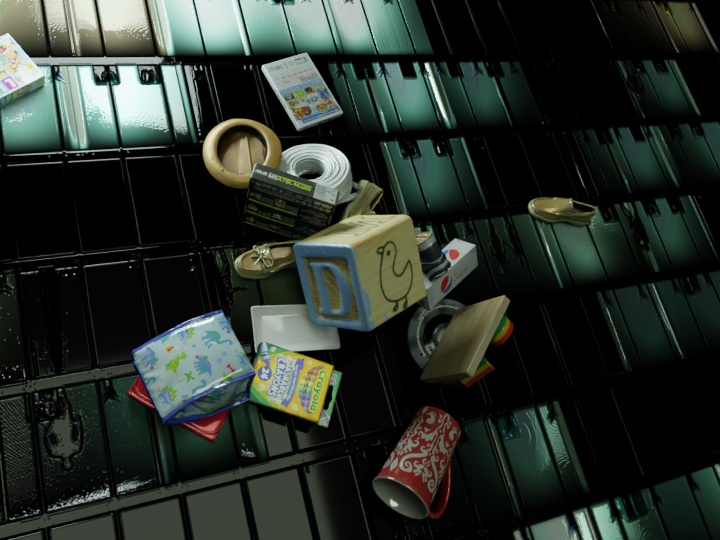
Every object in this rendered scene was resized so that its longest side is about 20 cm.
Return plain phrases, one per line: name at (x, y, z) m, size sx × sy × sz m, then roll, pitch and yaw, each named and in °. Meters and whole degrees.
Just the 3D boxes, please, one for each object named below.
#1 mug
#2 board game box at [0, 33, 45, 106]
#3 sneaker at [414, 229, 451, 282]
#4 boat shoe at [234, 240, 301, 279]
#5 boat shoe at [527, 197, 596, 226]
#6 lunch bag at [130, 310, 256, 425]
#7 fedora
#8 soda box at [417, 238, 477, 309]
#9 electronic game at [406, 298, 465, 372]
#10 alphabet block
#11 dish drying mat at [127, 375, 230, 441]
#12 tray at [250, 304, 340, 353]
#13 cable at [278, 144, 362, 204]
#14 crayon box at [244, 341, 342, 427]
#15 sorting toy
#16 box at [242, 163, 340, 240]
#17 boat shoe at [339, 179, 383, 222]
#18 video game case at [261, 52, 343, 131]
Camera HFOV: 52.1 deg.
mug at (0.130, 0.417, 1.583) m, size 0.131 × 0.180 × 0.201 m, roll 14°, pitch 49°, yaw 27°
board game box at (-0.823, -0.426, 1.625) m, size 0.135 × 0.034 × 0.200 m, roll 47°, pitch 59°, yaw 3°
sneaker at (0.150, -0.035, 1.758) m, size 0.070 × 0.200 × 0.109 m, roll -37°, pitch 101°, yaw -7°
boat shoe at (-0.191, -0.035, 1.677) m, size 0.197 × 0.063 × 0.074 m, roll -16°, pitch 73°, yaw -27°
boat shoe at (0.559, -0.175, 2.029) m, size 0.196 × 0.076 × 0.073 m, roll 4°, pitch 65°, yaw -19°
lunch bag at (-0.332, 0.200, 1.458) m, size 0.197 × 0.129 × 0.171 m, roll -17°, pitch 57°, yaw -33°
fedora at (-0.277, -0.261, 1.729) m, size 0.196 × 0.082 × 0.204 m, roll 4°, pitch 60°, yaw -7°
soda box at (0.203, 0.005, 1.799) m, size 0.067 × 0.065 × 0.199 m, roll 22°, pitch 48°, yaw 39°
electronic game at (0.205, 0.165, 1.754) m, size 0.196 × 0.042 × 0.204 m, roll 4°, pitch 68°, yaw -11°
alphabet block at (0.000, 0.000, 1.607) m, size 0.199 × 0.194 × 0.199 m, roll -29°, pitch 114°, yaw -40°
dish drying mat at (-0.367, 0.268, 1.495) m, size 0.198 × 0.018 × 0.078 m, roll 30°, pitch 58°, yaw -6°
tray at (-0.146, 0.131, 1.643) m, size 0.196 × 0.022 × 0.109 m, roll -1°, pitch 66°, yaw -22°
cable at (-0.117, -0.221, 1.750) m, size 0.198 × 0.070 × 0.200 m, roll -29°, pitch 54°, yaw -25°
crayon box at (-0.138, 0.244, 1.564) m, size 0.197 × 0.052 × 0.128 m, roll 20°, pitch 73°, yaw -12°
sorting toy at (0.248, 0.171, 1.637) m, size 0.069 × 0.198 × 0.202 m, roll 38°, pitch 65°, yaw -13°
box at (-0.159, -0.142, 1.654) m, size 0.196 × 0.194 × 0.048 m, roll 17°, pitch 63°, yaw -5°
boat shoe at (0.003, -0.135, 1.777) m, size 0.075 × 0.072 × 0.202 m, roll 18°, pitch 60°, yaw 9°
video game case at (-0.151, -0.468, 1.919) m, size 0.142 × 0.018 × 0.202 m, roll -24°, pitch 77°, yaw -29°
